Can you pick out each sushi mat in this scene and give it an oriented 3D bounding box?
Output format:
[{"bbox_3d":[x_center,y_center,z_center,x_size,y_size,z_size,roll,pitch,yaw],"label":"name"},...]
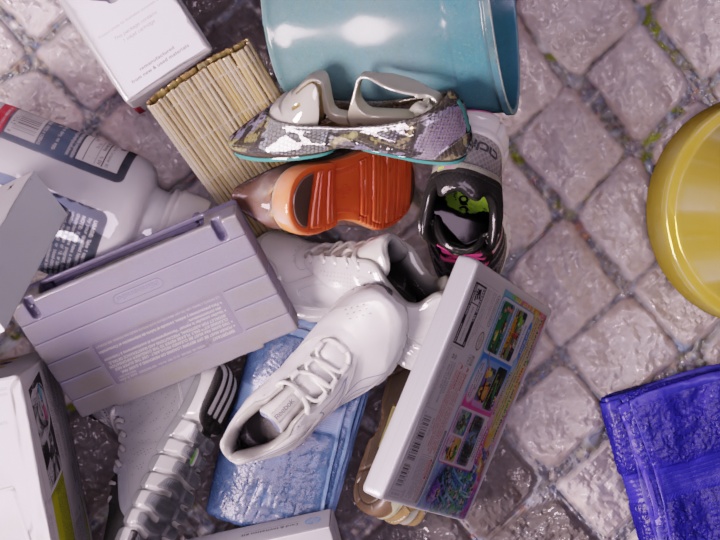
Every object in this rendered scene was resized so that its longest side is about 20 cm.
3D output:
[{"bbox_3d":[-0.091,-0.097,1.297,0.095,0.012,0.200,-32,136,1],"label":"sushi mat"}]

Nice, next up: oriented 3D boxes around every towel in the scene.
[{"bbox_3d":[0.305,0.186,1.382,0.147,0.050,0.201,-16,94,-1],"label":"towel"},{"bbox_3d":[-0.057,0.131,1.357,0.111,0.049,0.201,16,93,-3],"label":"towel"}]

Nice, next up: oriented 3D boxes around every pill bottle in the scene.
[{"bbox_3d":[-0.231,-0.050,1.301,0.199,0.120,0.120,21,92,-4],"label":"pill bottle"}]

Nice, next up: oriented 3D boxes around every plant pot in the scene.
[{"bbox_3d":[0.024,-0.215,1.279,0.187,0.200,0.201,-6,94,13],"label":"plant pot"},{"bbox_3d":[0.352,-0.048,1.301,0.200,0.189,0.202,0,94,-2],"label":"plant pot"}]

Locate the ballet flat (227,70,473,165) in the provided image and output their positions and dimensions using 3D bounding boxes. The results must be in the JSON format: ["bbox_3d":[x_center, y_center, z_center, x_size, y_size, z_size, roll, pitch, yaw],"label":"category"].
[{"bbox_3d":[-0.010,-0.122,1.222,0.199,0.072,0.072,3,94,18],"label":"ballet flat"}]

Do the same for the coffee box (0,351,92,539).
[{"bbox_3d":[-0.335,0.188,1.269,0.199,0.198,0.201,-12,94,-2],"label":"coffee box"}]

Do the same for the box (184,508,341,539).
[{"bbox_3d":[-0.074,0.315,1.345,0.155,0.041,0.201,-12,104,6],"label":"box"}]

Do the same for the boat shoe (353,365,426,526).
[{"bbox_3d":[0.061,0.123,1.362,0.076,0.072,0.201,26,87,-36],"label":"boat shoe"}]

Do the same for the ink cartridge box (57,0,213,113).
[{"bbox_3d":[-0.204,-0.234,1.277,0.085,0.148,0.200,-34,93,-1],"label":"ink cartridge box"}]

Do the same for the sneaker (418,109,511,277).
[{"bbox_3d":[0.083,-0.035,1.291,0.073,0.200,0.088,11,50,10],"label":"sneaker"}]

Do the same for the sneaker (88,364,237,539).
[{"bbox_3d":[-0.193,0.156,1.326,0.115,0.075,0.201,18,68,22],"label":"sneaker"}]

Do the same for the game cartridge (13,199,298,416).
[{"bbox_3d":[-0.163,0.033,1.267,0.199,0.038,0.130,-22,128,7],"label":"game cartridge"}]

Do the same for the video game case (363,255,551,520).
[{"bbox_3d":[0.084,0.102,1.300,0.024,0.182,0.201,21,86,28],"label":"video game case"}]

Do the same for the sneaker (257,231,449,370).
[{"bbox_3d":[0.000,0.000,1.307,0.199,0.078,0.100,22,132,15],"label":"sneaker"}]

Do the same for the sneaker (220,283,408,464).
[{"bbox_3d":[-0.036,0.092,1.265,0.074,0.087,0.200,43,111,4],"label":"sneaker"}]

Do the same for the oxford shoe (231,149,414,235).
[{"bbox_3d":[-0.025,-0.070,1.299,0.073,0.200,0.072,7,98,34],"label":"oxford shoe"}]

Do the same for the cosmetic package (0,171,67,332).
[{"bbox_3d":[-0.333,0.016,1.200,0.199,0.151,0.052,-22,121,25],"label":"cosmetic package"}]
